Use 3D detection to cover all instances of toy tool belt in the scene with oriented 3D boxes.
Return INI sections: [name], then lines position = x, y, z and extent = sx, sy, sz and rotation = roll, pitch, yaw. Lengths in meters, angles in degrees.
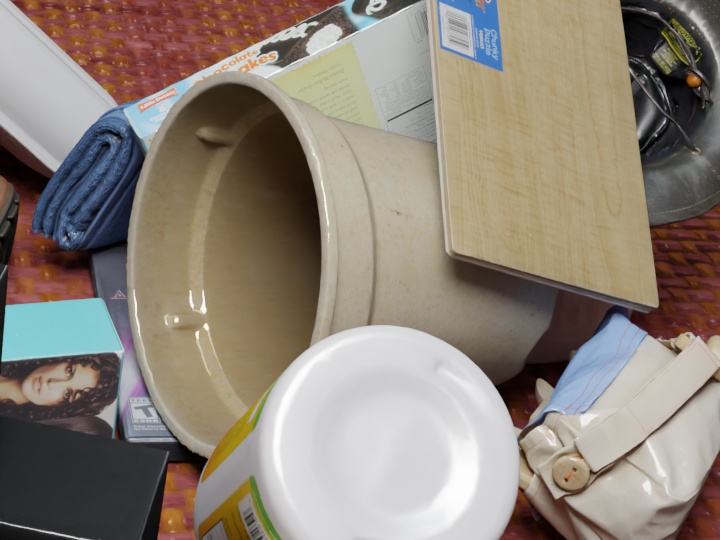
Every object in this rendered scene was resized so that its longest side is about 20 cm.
[toy tool belt]
position = 0.138, 0.072, 0.992
extent = 0.123, 0.125, 0.200
rotation = 27, 34, 10

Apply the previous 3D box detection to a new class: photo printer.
[photo printer]
position = -0.241, -0.137, 1.162
extent = 0.200, 0.070, 0.166
rotation = 44, -7, -33

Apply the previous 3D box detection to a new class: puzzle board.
[puzzle board]
position = 0.094, -0.083, 0.988
extent = 0.150, 0.017, 0.201
rotation = 14, 61, -36

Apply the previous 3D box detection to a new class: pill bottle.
[pill bottle]
position = -0.013, 0.104, 0.813
extent = 0.110, 0.200, 0.112
rotation = 5, 71, -15

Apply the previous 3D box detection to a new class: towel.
[towel]
position = -0.110, -0.074, 1.141
extent = 0.049, 0.112, 0.200
rotation = 51, 34, 15

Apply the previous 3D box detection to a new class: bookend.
[bookend]
position = -0.170, 0.089, 0.796
extent = 0.199, 0.200, 0.092
rotation = 12, 31, 0

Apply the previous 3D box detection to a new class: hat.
[hat]
position = 0.148, -0.104, 1.098
extent = 0.200, 0.081, 0.202
rotation = 7, 68, -18

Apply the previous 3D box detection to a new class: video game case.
[video game case]
position = -0.080, 0.043, 1.071
extent = 0.142, 0.019, 0.200
rotation = 1, 34, -16

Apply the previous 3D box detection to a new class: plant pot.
[plant pot]
position = 0.000, 0.000, 0.991
extent = 0.183, 0.201, 0.200
rotation = 2, 30, -36

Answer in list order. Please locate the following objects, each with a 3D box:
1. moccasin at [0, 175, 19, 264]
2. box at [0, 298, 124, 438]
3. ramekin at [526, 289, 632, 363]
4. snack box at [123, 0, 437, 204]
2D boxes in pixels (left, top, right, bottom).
[moccasin]
position = -0.252, 0.005, 1.036
extent = 0.077, 0.074, 0.202
rotation = 21, 42, 1
[box]
position = -0.225, 0.067, 0.926
extent = 0.199, 0.083, 0.049
rotation = -5, 36, -23
[ramekin]
position = 0.090, -0.039, 1.171
extent = 0.199, 0.105, 0.200
rotation = 7, 32, -4
[snack box]
position = -0.025, -0.087, 1.058
extent = 0.199, 0.116, 0.037
rotation = -26, 43, -6
